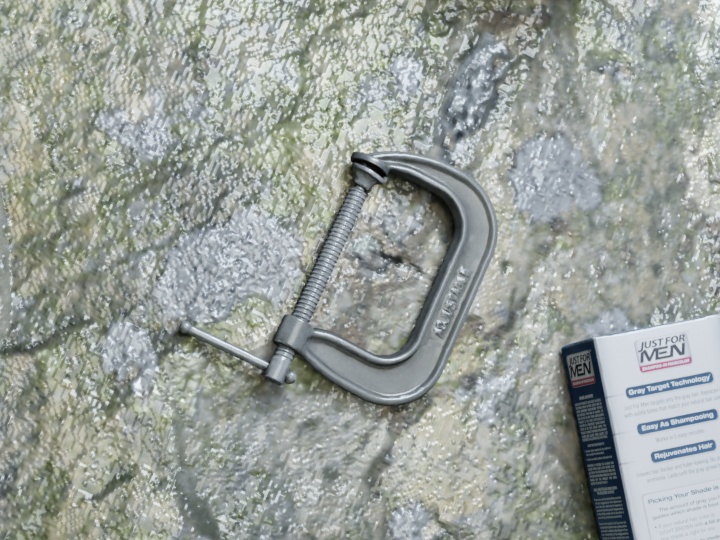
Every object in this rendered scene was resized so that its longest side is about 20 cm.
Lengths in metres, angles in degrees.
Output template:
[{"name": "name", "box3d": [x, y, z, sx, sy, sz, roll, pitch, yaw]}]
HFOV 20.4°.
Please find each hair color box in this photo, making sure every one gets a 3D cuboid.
[{"name": "hair color box", "box3d": [0.212, 0.139, 1.375, 0.099, 0.060, 0.201, -9, 85, -18]}]

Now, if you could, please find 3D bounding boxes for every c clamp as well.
[{"name": "c clamp", "box3d": [0.000, 0.000, 1.349, 0.170, 0.027, 0.201, 33, 74, -10]}]
